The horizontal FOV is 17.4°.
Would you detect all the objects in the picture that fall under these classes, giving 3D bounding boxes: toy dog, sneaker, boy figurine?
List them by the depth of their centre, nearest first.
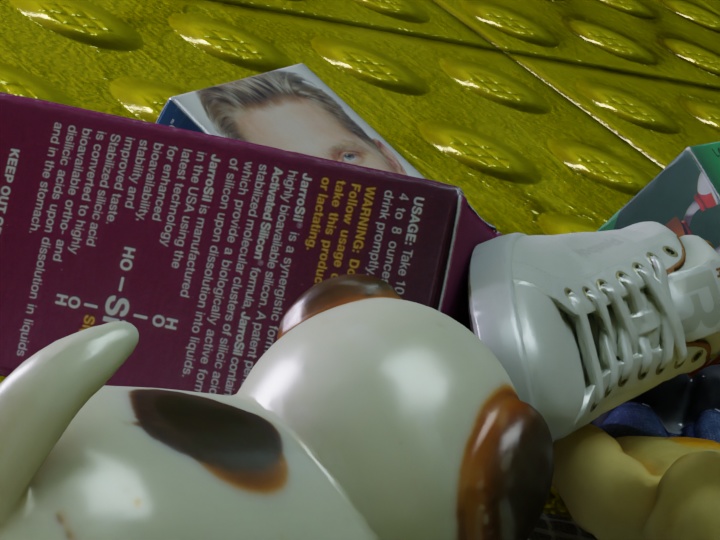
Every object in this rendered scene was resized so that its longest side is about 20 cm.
[{"bbox_3d":[-0.042,0.074,0.708,0.199,0.195,0.139,-21,35,-32],"label":"toy dog"},{"bbox_3d":[0.094,0.012,0.870,0.084,0.073,0.200,-11,8,18],"label":"sneaker"},{"bbox_3d":[0.122,0.078,0.878,0.124,0.065,0.200,16,8,1],"label":"boy figurine"}]

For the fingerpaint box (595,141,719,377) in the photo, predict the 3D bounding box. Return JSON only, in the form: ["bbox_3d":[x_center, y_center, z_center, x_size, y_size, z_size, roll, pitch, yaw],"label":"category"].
[{"bbox_3d":[0.178,0.004,1.096,0.199,0.167,0.074,-12,66,-43],"label":"fingerpaint box"}]

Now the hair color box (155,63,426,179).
[{"bbox_3d":[0.000,0.000,1.029,0.200,0.061,0.100,43,33,18],"label":"hair color box"}]

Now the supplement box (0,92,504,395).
[{"bbox_3d":[-0.058,0.005,0.887,0.199,0.104,0.131,12,-4,11],"label":"supplement box"}]

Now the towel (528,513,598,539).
[{"bbox_3d":[0.078,0.150,0.848,0.199,0.086,0.166,19,19,-12],"label":"towel"}]
